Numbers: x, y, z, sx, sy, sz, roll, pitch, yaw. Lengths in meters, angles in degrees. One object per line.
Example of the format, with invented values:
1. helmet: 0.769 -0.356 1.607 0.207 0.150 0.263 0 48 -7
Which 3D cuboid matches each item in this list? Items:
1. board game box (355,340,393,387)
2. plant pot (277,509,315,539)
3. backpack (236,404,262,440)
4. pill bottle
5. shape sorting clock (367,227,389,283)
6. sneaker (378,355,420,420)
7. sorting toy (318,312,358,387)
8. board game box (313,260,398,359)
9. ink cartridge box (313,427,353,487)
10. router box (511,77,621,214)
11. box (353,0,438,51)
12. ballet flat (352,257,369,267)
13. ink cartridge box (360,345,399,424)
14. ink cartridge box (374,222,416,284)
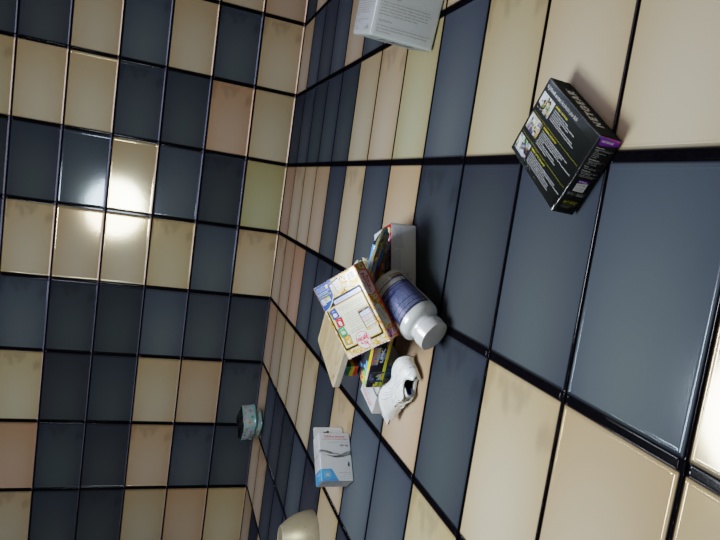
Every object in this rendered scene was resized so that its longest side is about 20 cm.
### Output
1. board game box: 0.028 0.192 1.629 0.166 0.056 0.204 -131 48 -57
2. plant pot: -0.250 1.041 2.278 0.200 0.132 0.205 -174 90 -70
3. backpack: -0.658 0.892 3.473 0.202 0.150 0.178 103 160 -47
4. pill bottle: 0.121 0.100 1.460 0.200 0.109 0.113 46 131 36
5. shape sorting clock: 0.044 -0.013 1.537 0.200 0.038 0.205 14 -91 -84
6. sneaker: 0.104 0.327 1.570 0.088 0.073 0.203 -121 40 -52
7. sorting toy: -0.047 0.184 1.652 0.200 0.068 0.203 -116 36 -51
8. board game box: -0.013 0.101 1.460 0.150 0.046 0.203 -28 87 36
9. ink cartridge box: -0.095 0.618 1.984 0.067 0.113 0.203 121 148 -50
10. router box: 0.354 -0.221 1.035 0.202 0.050 0.151 -104 29 -44
11. box: 0.106 -0.746 1.689 0.200 0.195 0.175 -126 46 -62
12. ballet flat: 0.000 0.000 1.644 0.200 0.067 0.069 -56 -16 -75
13. ink cartridge box: 0.058 0.331 1.698 0.116 0.066 0.204 -124 44 -60
14. ink cartridge box: 0.089 -0.012 1.690 0.175 0.082 0.205 148 125 -67
